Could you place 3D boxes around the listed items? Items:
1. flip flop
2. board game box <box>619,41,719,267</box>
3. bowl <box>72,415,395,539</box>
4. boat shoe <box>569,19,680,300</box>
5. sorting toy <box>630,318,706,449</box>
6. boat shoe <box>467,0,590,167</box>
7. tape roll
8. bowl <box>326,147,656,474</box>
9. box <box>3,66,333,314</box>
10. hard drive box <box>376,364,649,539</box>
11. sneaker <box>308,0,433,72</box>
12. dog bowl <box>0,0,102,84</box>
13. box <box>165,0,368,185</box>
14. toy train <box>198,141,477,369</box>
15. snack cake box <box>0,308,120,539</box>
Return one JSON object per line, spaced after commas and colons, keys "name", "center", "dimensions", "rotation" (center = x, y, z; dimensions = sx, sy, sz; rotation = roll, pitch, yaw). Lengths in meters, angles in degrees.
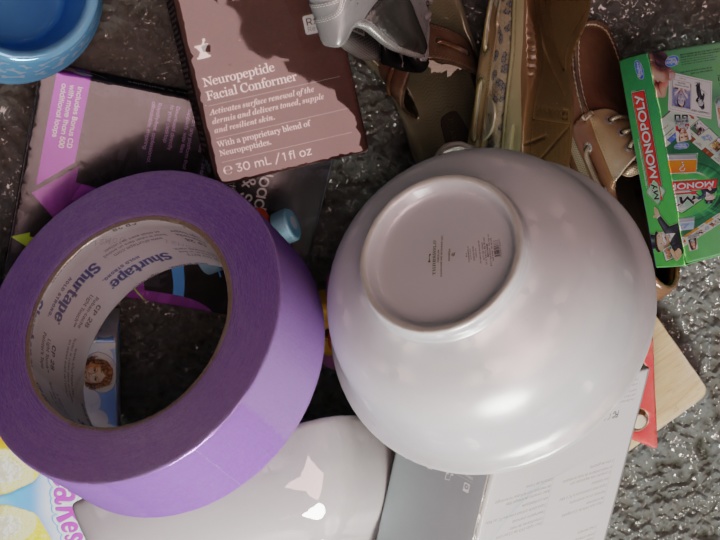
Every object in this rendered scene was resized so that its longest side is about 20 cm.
{"name": "flip flop", "center": [0.044, -0.127, 1.041], "dimensions": [0.081, 0.058, 0.200], "rotation": [-24, 110, 0]}
{"name": "board game box", "center": [0.261, -0.086, 1.039], "dimensions": [0.200, 0.029, 0.135], "rotation": [-12, 94, -33]}
{"name": "bowl", "center": [-0.061, 0.158, 1.027], "dimensions": [0.200, 0.200, 0.075], "rotation": [-21, 74, 16]}
{"name": "boat shoe", "center": [0.171, -0.071, 1.041], "dimensions": [0.076, 0.072, 0.200], "rotation": [-8, 85, -37]}
{"name": "sorting toy", "center": [0.119, 0.079, 1.114], "dimensions": [0.200, 0.070, 0.199], "rotation": [-37, 109, 4]}
{"name": "boat shoe", "center": [0.100, -0.147, 1.019], "dimensions": [0.073, 0.063, 0.200], "rotation": [13, 82, -48]}
{"name": "tape roll", "center": [-0.125, 0.042, 0.950], "dimensions": [0.200, 0.200, 0.066], "rotation": [-35, 145, 4]}
{"name": "bowl", "center": [0.059, 0.008, 0.899], "dimensions": [0.201, 0.201, 0.090], "rotation": [-38, 148, 5]}
{"name": "box", "center": [-0.124, -0.049, 1.053], "dimensions": [0.200, 0.036, 0.143], "rotation": [9, 106, -13]}
{"name": "hard drive box", "center": [0.091, 0.149, 1.014], "dimensions": [0.156, 0.077, 0.200], "rotation": [-6, 113, -48]}
{"name": "sneaker", "center": [0.035, -0.184, 0.977], "dimensions": [0.200, 0.075, 0.116], "rotation": [-27, 112, -38]}
{"name": "dog bowl", "center": [-0.232, -0.207, 0.956], "dimensions": [0.111, 0.050, 0.200], "rotation": [-36, 104, -14]}
{"name": "box", "center": [-0.066, -0.159, 0.986], "dimensions": [0.100, 0.075, 0.200], "rotation": [-14, 97, -8]}
{"name": "toy train", "center": [0.000, 0.000, 1.017], "dimensions": [0.200, 0.056, 0.150], "rotation": [-17, 120, 16]}
{"name": "snack cake box", "center": [-0.219, 0.130, 1.079], "dimensions": [0.115, 0.067, 0.200], "rotation": [-1, 108, -7]}
